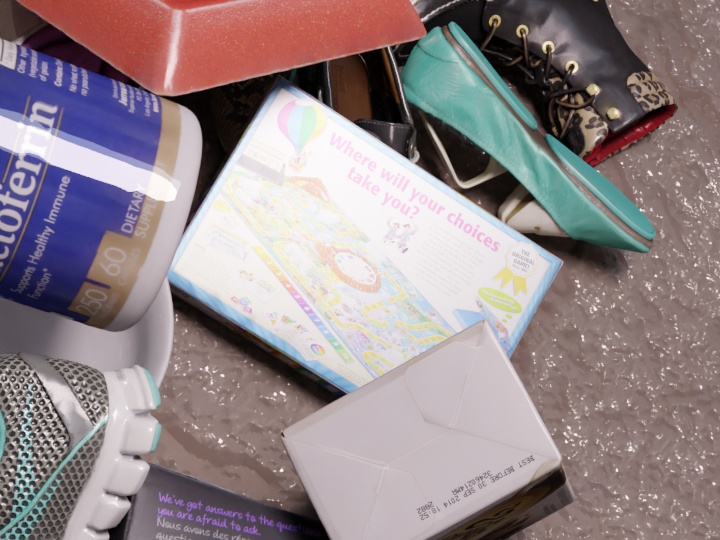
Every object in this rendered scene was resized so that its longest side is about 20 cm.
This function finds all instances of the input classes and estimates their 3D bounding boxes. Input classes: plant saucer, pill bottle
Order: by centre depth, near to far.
[{"bbox_3d":[-0.184,-0.053,0.862,0.199,0.116,0.117,19,53,-18],"label":"pill bottle"},{"bbox_3d":[-0.093,-0.168,1.001,0.199,0.037,0.199,-20,43,-42],"label":"plant saucer"}]

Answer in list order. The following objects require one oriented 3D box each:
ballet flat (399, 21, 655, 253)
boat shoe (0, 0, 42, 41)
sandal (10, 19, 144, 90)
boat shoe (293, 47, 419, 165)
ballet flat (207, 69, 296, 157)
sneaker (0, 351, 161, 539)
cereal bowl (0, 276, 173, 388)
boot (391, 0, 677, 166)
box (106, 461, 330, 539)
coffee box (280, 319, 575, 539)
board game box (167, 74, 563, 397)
[{"bbox_3d":[0.099,-0.068,1.172,0.200,0.070,0.067,44,15,-12],"label":"ballet flat"},{"bbox_3d":[-0.185,-0.147,1.063,0.068,0.072,0.201,14,49,-43],"label":"boat shoe"},{"bbox_3d":[-0.132,-0.137,1.030,0.083,0.050,0.203,47,40,-18],"label":"sandal"},{"bbox_3d":[0.004,-0.063,1.117,0.071,0.068,0.202,1,66,-30],"label":"boat shoe"},{"bbox_3d":[-0.058,-0.164,1.123,0.075,0.068,0.201,38,64,-26],"label":"ballet flat"},{"bbox_3d":[-0.166,0.126,0.835,0.091,0.078,0.201,21,91,-21],"label":"sneaker"},{"bbox_3d":[-0.200,0.026,0.932,0.199,0.083,0.202,15,56,-22],"label":"cereal bowl"},{"bbox_3d":[0.115,-0.139,1.228,0.199,0.073,0.151,-21,73,-44],"label":"boot"},{"bbox_3d":[-0.094,0.211,0.851,0.105,0.122,0.201,21,52,-17],"label":"box"},{"bbox_3d":[0.040,0.100,0.933,0.112,0.200,0.080,-29,76,1],"label":"coffee box"},{"bbox_3d":[0.000,0.000,1.057,0.199,0.034,0.135,33,79,-9],"label":"board game box"}]
